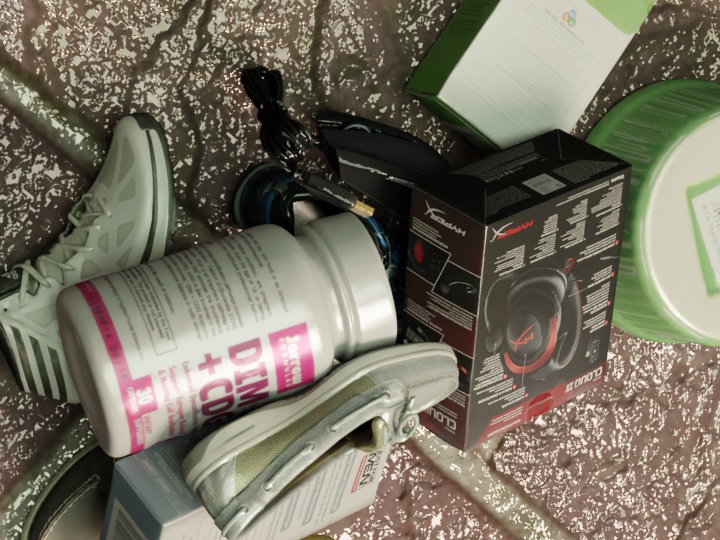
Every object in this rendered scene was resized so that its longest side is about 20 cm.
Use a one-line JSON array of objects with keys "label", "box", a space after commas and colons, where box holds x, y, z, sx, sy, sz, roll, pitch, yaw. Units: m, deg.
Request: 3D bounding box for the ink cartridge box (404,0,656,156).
[{"label": "ink cartridge box", "box": [0.133, -0.178, 1.567, 0.104, 0.059, 0.201, 36, 85, -24]}]

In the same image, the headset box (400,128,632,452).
[{"label": "headset box", "box": [0.104, 0.022, 1.525, 0.148, 0.075, 0.201, -23, 129, -37]}]

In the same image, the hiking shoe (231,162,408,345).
[{"label": "hiking shoe", "box": [0.000, 0.000, 1.527, 0.199, 0.087, 0.075, 31, 86, -23]}]

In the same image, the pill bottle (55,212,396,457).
[{"label": "pill bottle", "box": [-0.085, 0.036, 1.410, 0.199, 0.113, 0.114, -19, 105, -15]}]

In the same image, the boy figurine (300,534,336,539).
[{"label": "boy figurine", "box": [-0.040, 0.234, 1.542, 0.124, 0.064, 0.201, -27, 99, 23]}]

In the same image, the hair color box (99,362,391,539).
[{"label": "hair color box", "box": [-0.073, 0.142, 1.462, 0.199, 0.061, 0.099, -22, 146, -33]}]

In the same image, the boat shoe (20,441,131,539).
[{"label": "boat shoe", "box": [-0.144, 0.141, 1.505, 0.201, 0.061, 0.072, -38, 110, -13]}]

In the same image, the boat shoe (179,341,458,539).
[{"label": "boat shoe", "box": [-0.017, 0.106, 1.398, 0.201, 0.075, 0.065, -22, 69, -29]}]

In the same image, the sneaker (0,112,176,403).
[{"label": "sneaker", "box": [-0.191, -0.008, 1.455, 0.115, 0.076, 0.202, 5, 99, -24]}]

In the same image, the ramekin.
[{"label": "ramekin", "box": [0.259, -0.038, 1.618, 0.199, 0.098, 0.201, -4, 100, -22]}]

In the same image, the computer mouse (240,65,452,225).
[{"label": "computer mouse", "box": [0.011, -0.071, 1.490, 0.199, 0.141, 0.046, 33, 109, -23]}]
